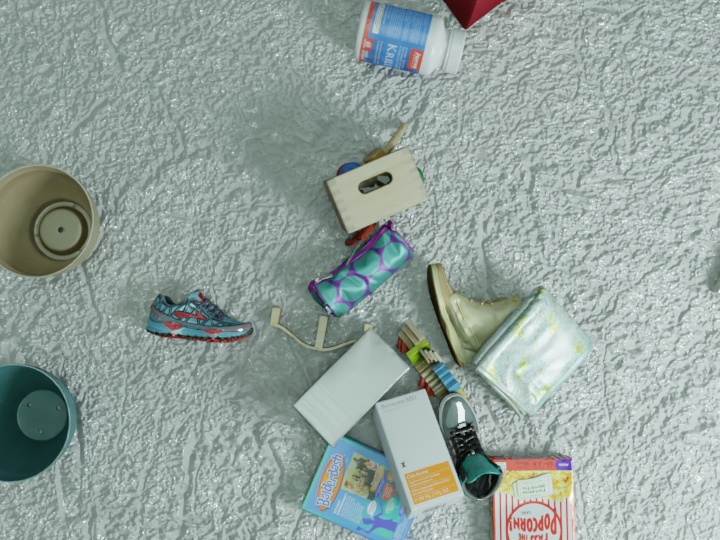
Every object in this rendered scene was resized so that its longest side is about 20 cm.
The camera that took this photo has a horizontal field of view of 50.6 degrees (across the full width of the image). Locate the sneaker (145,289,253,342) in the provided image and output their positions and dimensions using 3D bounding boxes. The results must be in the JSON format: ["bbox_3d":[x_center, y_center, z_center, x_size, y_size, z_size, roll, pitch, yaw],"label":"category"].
[{"bbox_3d":[-0.296,0.083,1.413,0.199,0.079,0.096,6,83,-1],"label":"sneaker"}]

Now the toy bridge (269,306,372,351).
[{"bbox_3d":[-0.073,0.118,1.438,0.199,0.027,0.068,11,87,0],"label":"toy bridge"}]

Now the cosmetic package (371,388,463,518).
[{"bbox_3d":[0.100,0.326,1.362,0.101,0.071,0.201,-15,63,-11],"label":"cosmetic package"}]

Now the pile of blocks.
[{"bbox_3d":[0.126,0.188,1.408,0.062,0.082,0.200,-37,87,-4],"label":"pile of blocks"}]

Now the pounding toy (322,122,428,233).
[{"bbox_3d":[0.034,-0.176,1.401,0.199,0.184,0.143,-24,98,-3],"label":"pounding toy"}]

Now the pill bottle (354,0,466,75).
[{"bbox_3d":[0.095,-0.436,1.445,0.199,0.112,0.113,12,85,1],"label":"pill bottle"}]

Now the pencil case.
[{"bbox_3d":[0.000,0.000,1.419,0.200,0.085,0.093,-39,126,-5],"label":"pencil case"}]

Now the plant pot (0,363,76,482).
[{"bbox_3d":[-0.595,0.266,1.364,0.199,0.135,0.201,0,85,0],"label":"plant pot"}]

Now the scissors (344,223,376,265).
[{"bbox_3d":[-0.001,-0.055,1.375,0.073,0.200,0.014,-36,101,8],"label":"scissors"}]

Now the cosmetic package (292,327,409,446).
[{"bbox_3d":[-0.018,0.209,1.370,0.200,0.090,0.107,-42,86,-12],"label":"cosmetic package"}]

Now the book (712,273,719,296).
[{"bbox_3d":[0.793,0.030,1.454,0.199,0.048,0.134,27,89,0],"label":"book"}]

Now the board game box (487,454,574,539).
[{"bbox_3d":[0.315,0.446,1.406,0.151,0.046,0.201,-1,85,-1],"label":"board game box"}]

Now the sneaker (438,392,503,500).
[{"bbox_3d":[0.195,0.325,1.354,0.083,0.121,0.201,-18,103,-9],"label":"sneaker"}]

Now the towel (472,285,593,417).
[{"bbox_3d":[0.317,0.154,1.395,0.200,0.048,0.171,-48,117,-4],"label":"towel"}]

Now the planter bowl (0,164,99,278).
[{"bbox_3d":[-0.567,-0.082,1.395,0.199,0.135,0.201,0,86,-1],"label":"planter bowl"}]

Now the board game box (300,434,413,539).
[{"bbox_3d":[0.010,0.406,1.406,0.199,0.045,0.153,24,85,1],"label":"board game box"}]

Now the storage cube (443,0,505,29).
[{"bbox_3d":[0.226,-0.600,1.428,0.171,0.180,0.200,-35,86,-3],"label":"storage cube"}]

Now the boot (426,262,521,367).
[{"bbox_3d":[0.219,0.062,1.424,0.155,0.073,0.201,-20,87,-2],"label":"boot"}]
